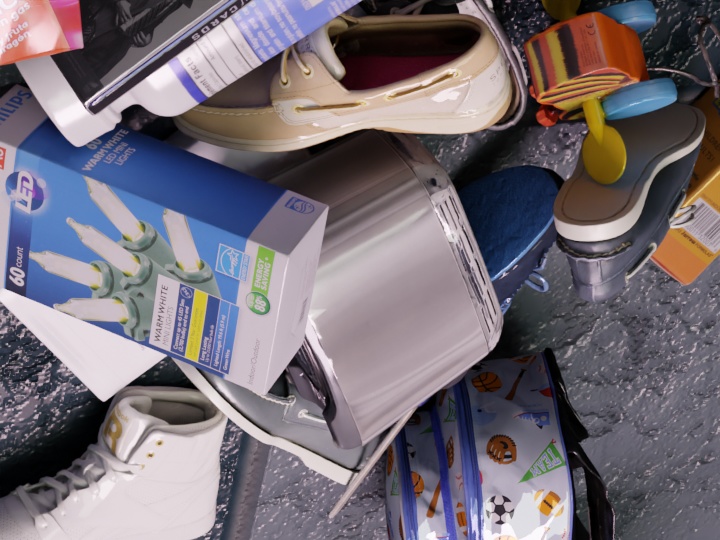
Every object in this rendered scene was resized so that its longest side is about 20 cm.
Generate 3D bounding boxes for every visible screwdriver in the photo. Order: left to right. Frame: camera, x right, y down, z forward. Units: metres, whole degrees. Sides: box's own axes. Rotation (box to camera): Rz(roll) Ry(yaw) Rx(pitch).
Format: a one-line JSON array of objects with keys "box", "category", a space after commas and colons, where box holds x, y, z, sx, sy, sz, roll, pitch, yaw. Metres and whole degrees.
[{"box": [0.025, 0.096, 1.555, 0.029, 0.028, 0.200, 17, 126, -35], "category": "screwdriver"}]

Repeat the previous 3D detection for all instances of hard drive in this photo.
[{"box": [-0.114, -0.016, 1.457, 0.199, 0.027, 0.132, -36, 137, 3], "category": "hard drive"}]

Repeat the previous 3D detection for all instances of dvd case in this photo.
[{"box": [-0.099, -0.198, 1.226, 0.199, 0.151, 0.025, -35, 165, 2], "category": "dvd case"}]

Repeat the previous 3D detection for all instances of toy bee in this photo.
[{"box": [0.144, -0.112, 1.465, 0.108, 0.132, 0.200, -19, 150, 29], "category": "toy bee"}]

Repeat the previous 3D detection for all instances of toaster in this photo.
[{"box": [0.000, 0.000, 1.438, 0.129, 0.114, 0.201, -30, 126, -9], "category": "toaster"}]

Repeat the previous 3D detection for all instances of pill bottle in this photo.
[{"box": [-0.091, -0.154, 1.287, 0.199, 0.112, 0.112, -32, 137, 4], "category": "pill bottle"}]

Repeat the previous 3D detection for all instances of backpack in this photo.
[{"box": [0.090, 0.153, 1.625, 0.153, 0.200, 0.191, -2, 126, -12], "category": "backpack"}]

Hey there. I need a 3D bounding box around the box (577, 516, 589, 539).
[{"box": [0.136, 0.289, 1.744, 0.131, 0.200, 0.115, -12, 134, -21], "category": "box"}]

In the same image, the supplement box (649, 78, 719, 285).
[{"box": [0.258, -0.088, 1.583, 0.200, 0.067, 0.069, -45, 132, 10], "category": "supplement box"}]

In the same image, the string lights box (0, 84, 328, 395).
[{"box": [-0.125, -0.018, 1.338, 0.059, 0.199, 0.103, -53, 160, -50], "category": "string lights box"}]

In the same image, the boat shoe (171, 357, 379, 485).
[{"box": [-0.049, 0.079, 1.552, 0.062, 0.073, 0.200, -49, 139, 5], "category": "boat shoe"}]

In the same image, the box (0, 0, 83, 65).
[{"box": [-0.205, -0.188, 1.128, 0.095, 0.200, 0.100, -15, 133, -17], "category": "box"}]

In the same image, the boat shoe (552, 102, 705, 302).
[{"box": [0.173, -0.047, 1.498, 0.074, 0.200, 0.062, 2, 118, 19], "category": "boat shoe"}]

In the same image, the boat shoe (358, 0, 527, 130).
[{"box": [0.039, -0.154, 1.402, 0.074, 0.060, 0.200, -35, 136, 3], "category": "boat shoe"}]

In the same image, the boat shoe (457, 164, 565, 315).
[{"box": [0.068, 0.002, 1.556, 0.200, 0.085, 0.068, -38, 146, 29], "category": "boat shoe"}]

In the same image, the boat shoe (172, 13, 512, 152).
[{"box": [-0.015, -0.117, 1.358, 0.198, 0.074, 0.069, -5, 143, 7], "category": "boat shoe"}]

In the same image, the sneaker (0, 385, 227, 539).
[{"box": [-0.176, 0.129, 1.522, 0.199, 0.074, 0.116, -13, 132, -33], "category": "sneaker"}]
